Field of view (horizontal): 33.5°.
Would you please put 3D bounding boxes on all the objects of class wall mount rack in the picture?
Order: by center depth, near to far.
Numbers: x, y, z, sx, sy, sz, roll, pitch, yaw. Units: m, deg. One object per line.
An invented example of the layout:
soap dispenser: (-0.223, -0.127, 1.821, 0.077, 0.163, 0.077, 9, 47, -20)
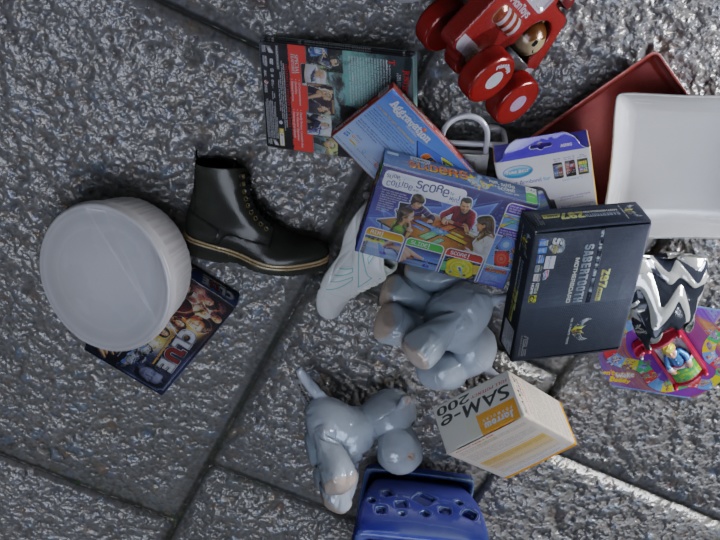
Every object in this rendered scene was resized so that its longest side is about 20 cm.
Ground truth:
wall mount rack: (0.094, -0.124, 1.521, 0.171, 0.075, 0.202, 4, 123, -4)

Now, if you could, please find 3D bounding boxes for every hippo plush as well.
hippo plush: (0.120, 0.071, 1.622, 0.198, 0.160, 0.161, -31, 143, -4)
hippo plush: (0.003, 0.235, 1.727, 0.159, 0.203, 0.160, -13, 164, -10)

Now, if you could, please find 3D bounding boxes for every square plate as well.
square plate: (0.403, -0.131, 1.482, 0.195, 0.029, 0.202, 1, 123, 3)

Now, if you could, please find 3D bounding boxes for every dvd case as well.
dvd case: (-0.026, -0.208, 1.469, 0.197, 0.022, 0.148, 9, 124, 18)

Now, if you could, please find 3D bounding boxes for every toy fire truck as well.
toy fire truck: (0.172, -0.276, 1.369, 0.168, 0.113, 0.199, -43, 154, 14)

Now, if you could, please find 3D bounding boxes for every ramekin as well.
ramekin: (-0.312, -0.003, 1.569, 0.200, 0.094, 0.205, 8, 111, 21)

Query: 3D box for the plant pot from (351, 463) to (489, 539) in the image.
plant pot: (0.080, 0.407, 1.794, 0.197, 0.181, 0.202, 7, 122, -2)

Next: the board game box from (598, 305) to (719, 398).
board game box: (0.434, 0.121, 1.676, 0.197, 0.039, 0.160, 10, 123, -3)

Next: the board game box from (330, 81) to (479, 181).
board game box: (0.067, -0.129, 1.461, 0.102, 0.020, 0.200, -33, 117, 26)

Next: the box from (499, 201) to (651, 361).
box: (0.264, 0.016, 1.489, 0.155, 0.051, 0.202, -5, 127, -16)

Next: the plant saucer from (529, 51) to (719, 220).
plant saucer: (0.338, -0.153, 1.508, 0.199, 0.037, 0.200, -34, 114, 22)

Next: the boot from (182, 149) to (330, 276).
boot: (-0.132, -0.075, 1.562, 0.197, 0.078, 0.140, 7, 118, -3)

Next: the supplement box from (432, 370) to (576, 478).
supplement box: (0.205, 0.219, 1.679, 0.125, 0.074, 0.200, -29, 149, 19)

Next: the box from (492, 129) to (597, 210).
box: (0.234, -0.095, 1.491, 0.117, 0.042, 0.202, -8, 129, 9)

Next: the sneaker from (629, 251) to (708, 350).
sneaker: (0.358, 0.040, 1.584, 0.196, 0.079, 0.132, 2, 95, -10)

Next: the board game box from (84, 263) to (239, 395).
board game box: (-0.280, 0.072, 1.682, 0.135, 0.035, 0.200, 32, 118, -17)

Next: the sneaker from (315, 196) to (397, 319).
sneaker: (0.000, 0.000, 1.585, 0.080, 0.071, 0.201, 31, 128, 4)

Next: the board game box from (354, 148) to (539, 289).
board game box: (0.105, -0.061, 1.472, 0.197, 0.035, 0.137, 15, 126, -7)

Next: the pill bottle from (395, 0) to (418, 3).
pill bottle: (0.046, -0.409, 1.312, 0.110, 0.112, 0.201, -19, 120, 14)
